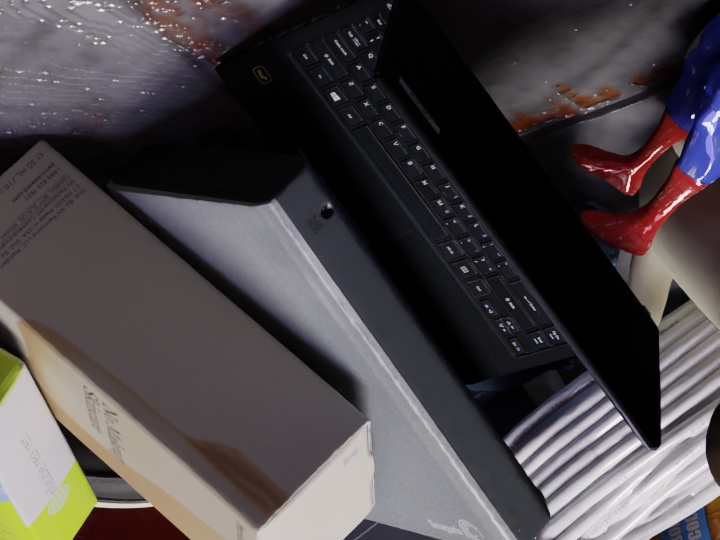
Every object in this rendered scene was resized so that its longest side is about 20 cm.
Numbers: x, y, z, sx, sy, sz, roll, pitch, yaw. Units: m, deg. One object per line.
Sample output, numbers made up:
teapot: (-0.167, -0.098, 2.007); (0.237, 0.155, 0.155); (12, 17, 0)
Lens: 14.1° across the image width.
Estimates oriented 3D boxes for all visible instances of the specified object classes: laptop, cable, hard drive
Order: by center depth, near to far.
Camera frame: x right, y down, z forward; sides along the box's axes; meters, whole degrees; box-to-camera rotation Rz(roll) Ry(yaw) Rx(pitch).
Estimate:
laptop: (0.025, -0.011, 1.129); (0.200, 0.103, 0.177); (-18, 113, 51)
hard drive: (-0.013, 0.034, 1.254); (0.139, 0.033, 0.200); (8, 138, 57)
cable: (0.157, 0.063, 1.358); (0.200, 0.069, 0.200); (-20, 161, -49)

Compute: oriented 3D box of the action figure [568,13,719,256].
action figure: (0.132, -0.101, 1.091); (0.099, 0.065, 0.200); (27, 124, -27)

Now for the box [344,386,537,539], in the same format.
box: (0.063, 0.180, 1.453); (0.104, 0.200, 0.148); (-28, 172, -45)

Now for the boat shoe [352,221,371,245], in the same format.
boat shoe: (0.000, 0.000, 1.326); (0.072, 0.072, 0.200); (11, 151, 2)

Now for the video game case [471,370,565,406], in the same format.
video game case: (0.020, 0.092, 1.566); (0.199, 0.018, 0.143); (-8, 154, 13)

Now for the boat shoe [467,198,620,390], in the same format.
boat shoe: (0.089, 0.005, 1.340); (0.068, 0.085, 0.200); (-3, 172, -12)

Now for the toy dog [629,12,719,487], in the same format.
toy dog: (0.179, 0.009, 1.165); (0.194, 0.201, 0.139); (-30, 140, 30)

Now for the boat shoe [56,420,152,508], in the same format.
boat shoe: (-0.071, 0.071, 1.451); (0.200, 0.074, 0.063); (-7, 162, -3)

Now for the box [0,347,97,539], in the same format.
box: (-0.196, 0.060, 1.319); (0.122, 0.048, 0.200); (28, 161, 17)

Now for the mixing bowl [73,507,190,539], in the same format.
mixing bowl: (-0.092, 0.191, 1.576); (0.108, 0.201, 0.200); (-16, 152, 9)

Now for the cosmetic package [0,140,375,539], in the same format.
cosmetic package: (-0.089, 0.046, 1.268); (0.200, 0.071, 0.105); (40, 161, 20)

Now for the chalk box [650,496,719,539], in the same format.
chalk box: (0.182, 0.146, 1.537); (0.200, 0.124, 0.125); (-24, 150, 28)
